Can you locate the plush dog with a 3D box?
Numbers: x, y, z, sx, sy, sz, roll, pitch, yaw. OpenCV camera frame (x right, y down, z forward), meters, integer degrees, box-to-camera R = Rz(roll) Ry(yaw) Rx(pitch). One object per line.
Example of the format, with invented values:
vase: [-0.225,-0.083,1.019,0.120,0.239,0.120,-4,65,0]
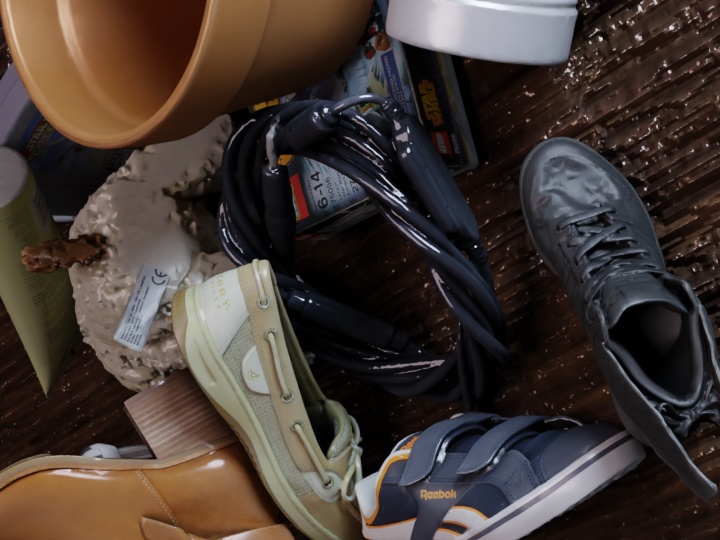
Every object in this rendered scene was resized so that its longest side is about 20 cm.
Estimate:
plush dog: [-0.132,0.013,1.209,0.172,0.160,0.201,110,140,-61]

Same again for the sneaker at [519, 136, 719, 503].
sneaker: [0.133,0.016,0.933,0.104,0.060,0.201,79,169,-78]

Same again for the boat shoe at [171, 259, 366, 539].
boat shoe: [-0.034,0.080,1.097,0.063,0.201,0.073,-25,28,12]

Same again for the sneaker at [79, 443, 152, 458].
sneaker: [-0.108,0.162,1.231,0.200,0.115,0.075,89,167,-62]

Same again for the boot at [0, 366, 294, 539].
boot: [-0.137,0.166,1.097,0.200,0.074,0.155,-30,85,1]

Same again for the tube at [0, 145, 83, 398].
tube: [-0.212,0.001,1.251,0.052,0.058,0.200,59,171,35]

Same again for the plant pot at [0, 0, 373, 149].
plant pot: [-0.085,-0.166,1.046,0.200,0.140,0.201,4,96,48]

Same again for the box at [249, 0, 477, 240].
box: [-0.014,-0.132,1.116,0.137,0.040,0.201,-25,75,46]

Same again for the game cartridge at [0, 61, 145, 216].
game cartridge: [-0.165,-0.103,1.225,0.200,0.133,0.042,-50,58,38]

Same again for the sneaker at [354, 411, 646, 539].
sneaker: [0.062,0.112,1.032,0.200,0.078,0.080,-37,79,44]

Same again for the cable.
cable: [0.000,0.000,1.060,0.163,0.051,0.200,-17,111,41]

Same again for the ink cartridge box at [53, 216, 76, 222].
ink cartridge box: [-0.309,-0.093,1.371,0.200,0.145,0.084,21,109,45]

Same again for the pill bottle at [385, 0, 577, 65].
pill bottle: [0.073,-0.210,0.971,0.114,0.114,0.201,22,109,44]
